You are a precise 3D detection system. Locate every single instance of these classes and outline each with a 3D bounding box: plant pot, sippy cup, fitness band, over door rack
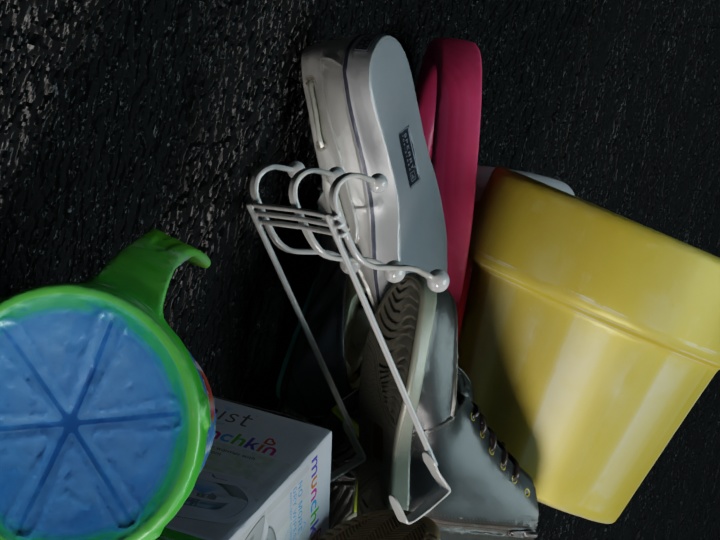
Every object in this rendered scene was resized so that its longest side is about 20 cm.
[{"bbox_3d":[0.145,0.055,1.702,0.190,0.200,0.201,-68,161,3],"label":"plant pot"},{"bbox_3d":[-0.131,0.076,1.294,0.140,0.177,0.130,61,6,7],"label":"sippy cup"},{"bbox_3d":[0.051,-0.057,1.724,0.144,0.037,0.201,108,-13,-69],"label":"fitness band"},{"bbox_3d":[0.002,0.034,1.516,0.066,0.148,0.201,-16,100,-19],"label":"over door rack"}]

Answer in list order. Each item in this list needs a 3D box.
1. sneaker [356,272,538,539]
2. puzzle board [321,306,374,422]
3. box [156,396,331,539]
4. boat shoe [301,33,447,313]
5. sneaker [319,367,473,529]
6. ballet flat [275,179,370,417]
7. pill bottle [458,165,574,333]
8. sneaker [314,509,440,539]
[{"bbox_3d":[0.059,0.095,1.594,0.075,0.105,0.201,-136,-132,-60],"label":"sneaker"},{"bbox_3d":[0.007,0.102,1.842,0.200,0.017,0.152,12,90,-71],"label":"puzzle board"},{"bbox_3d":[-0.097,0.205,1.509,0.176,0.096,0.201,-42,141,-54],"label":"box"},{"bbox_3d":[0.004,-0.047,1.604,0.072,0.065,0.201,-43,126,-51],"label":"boat shoe"},{"bbox_3d":[-0.011,0.127,1.663,0.200,0.075,0.076,-42,-175,5],"label":"sneaker"},{"bbox_3d":[0.000,0.000,1.674,0.073,0.073,0.201,7,96,-70],"label":"ballet flat"},{"bbox_3d":[0.088,0.034,1.833,0.112,0.111,0.202,29,67,-70],"label":"pill bottle"},{"bbox_3d":[-0.016,0.232,1.498,0.200,0.070,0.109,-45,139,-41],"label":"sneaker"}]
